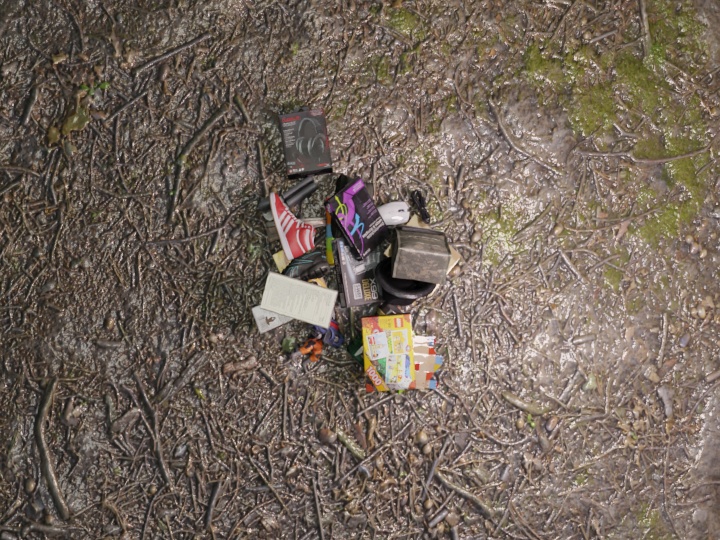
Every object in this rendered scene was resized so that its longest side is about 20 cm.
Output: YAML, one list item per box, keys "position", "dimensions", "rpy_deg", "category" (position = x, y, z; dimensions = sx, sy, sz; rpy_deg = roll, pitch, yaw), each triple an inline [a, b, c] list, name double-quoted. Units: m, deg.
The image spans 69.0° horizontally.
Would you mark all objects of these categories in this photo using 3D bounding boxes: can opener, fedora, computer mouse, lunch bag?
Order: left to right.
- position: [-0.219, -0.223, 1.604]
  dimensions: [0.196, 0.067, 0.053]
  rpy_deg: [-33, 75, -12]
  category: "can opener"
- position: [0.114, -0.176, 1.618]
  dimensions: [0.192, 0.044, 0.114]
  rpy_deg: [-15, 80, 4]
  category: "computer mouse"
- position: [0.127, 0.046, 1.556]
  dimensions: [0.193, 0.204, 0.094]
  rpy_deg: [14, 127, -2]
  category: "fedora"
- position: [0.172, -0.064, 1.536]
  dimensions: [0.157, 0.202, 0.121]
  rpy_deg: [8, 120, -4]
  category: "lunch bag"

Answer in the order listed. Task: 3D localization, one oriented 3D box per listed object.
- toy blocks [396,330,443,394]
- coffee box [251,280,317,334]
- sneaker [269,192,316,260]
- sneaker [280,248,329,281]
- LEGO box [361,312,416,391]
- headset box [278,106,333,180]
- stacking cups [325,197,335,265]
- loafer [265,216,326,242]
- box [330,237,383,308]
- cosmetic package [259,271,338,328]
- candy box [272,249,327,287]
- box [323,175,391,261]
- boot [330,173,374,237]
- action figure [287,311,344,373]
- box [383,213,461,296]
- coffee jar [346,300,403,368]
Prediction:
- position: [0.188, 0.278, 1.595]
  dimensions: [0.131, 0.100, 0.209]
  rpy_deg: [7, 87, -14]
  category: "toy blocks"
- position: [-0.205, 0.106, 1.516]
  dimensions: [0.194, 0.114, 0.082]
  rpy_deg: [-23, 89, -1]
  category: "coffee box"
- position: [-0.196, -0.144, 1.534]
  dimensions: [0.109, 0.071, 0.207]
  rpy_deg: [-19, 84, -2]
  category: "sneaker"
- position: [-0.186, 0.003, 1.550]
  dimensions: [0.193, 0.076, 0.081]
  rpy_deg: [-22, 66, -2]
  category: "sneaker"
- position: [0.080, 0.231, 1.494]
  dimensions: [0.142, 0.077, 0.209]
  rpy_deg: [-5, 90, 3]
  category: "LEGO box"
- position: [-0.169, -0.398, 1.615]
  dimensions: [0.142, 0.077, 0.209]
  rpy_deg: [-8, 89, -3]
  category: "headset box"
- position: [-0.082, -0.120, 1.619]
  dimensions: [0.058, 0.061, 0.209]
  rpy_deg: [-1, 82, -2]
  category: "stacking cups"
- position: [-0.194, -0.127, 1.605]
  dimensions: [0.191, 0.072, 0.066]
  rpy_deg: [-5, 95, 8]
  category: "loafer"
- position: [0.000, 0.000, 1.585]
  dimensions: [0.152, 0.049, 0.209]
  rpy_deg: [-7, 87, -29]
  category: "box"
- position: [-0.165, 0.079, 1.424]
  dimensions: [0.193, 0.073, 0.108]
  rpy_deg: [17, 88, 0]
  category: "cosmetic package"
- position: [-0.177, 0.021, 1.602]
  dimensions: [0.112, 0.055, 0.206]
  rpy_deg: [-26, 89, -2]
  category: "candy box"
- position: [-0.005, -0.152, 1.544]
  dimensions: [0.143, 0.036, 0.204]
  rpy_deg: [-42, 109, -32]
  category: "box"
- position: [-0.017, -0.187, 1.589]
  dimensions: [0.126, 0.067, 0.208]
  rpy_deg: [14, 74, -20]
  category: "boot"
- position: [-0.142, 0.190, 1.560]
  dimensions: [0.103, 0.201, 0.196]
  rpy_deg: [27, 75, 39]
  category: "action figure"
- position: [0.193, -0.049, 1.638]
  dimensions: [0.199, 0.021, 0.165]
  rpy_deg: [41, 86, 1]
  category: "box"
- position: [0.054, 0.195, 1.579]
  dimensions: [0.103, 0.085, 0.202]
  rpy_deg: [38, 91, -11]
  category: "coffee jar"
